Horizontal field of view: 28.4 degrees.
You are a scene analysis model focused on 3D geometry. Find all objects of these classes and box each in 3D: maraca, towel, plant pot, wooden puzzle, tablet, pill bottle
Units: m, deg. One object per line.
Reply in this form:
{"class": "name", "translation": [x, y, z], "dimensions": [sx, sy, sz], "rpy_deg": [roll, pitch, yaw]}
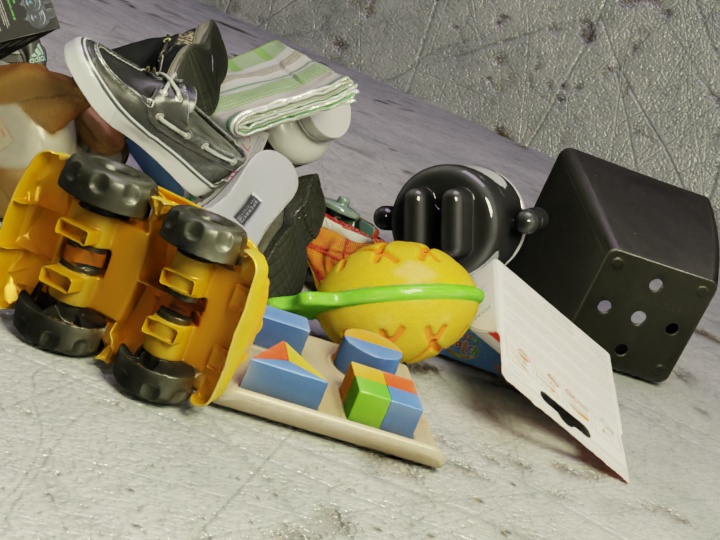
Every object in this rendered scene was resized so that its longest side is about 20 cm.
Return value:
{"class": "maraca", "translation": [0.011, 0.029, 1.249], "dimensions": [0.198, 0.108, 0.137], "rpy_deg": [-2, -12, -14]}
{"class": "towel", "translation": [-0.109, -0.201, 1.522], "dimensions": [0.148, 0.031, 0.200], "rpy_deg": [-20, 30, -21]}
{"class": "plant pot", "translation": [0.293, 0.012, 1.605], "dimensions": [0.199, 0.200, 0.178], "rpy_deg": [18, 25, -15]}
{"class": "wooden puzzle", "translation": [-0.031, 0.077, 1.120], "dimensions": [0.184, 0.047, 0.200], "rpy_deg": [18, 13, -14]}
{"class": "tablet", "translation": [-0.208, -0.117, 1.405], "dimensions": [0.130, 0.014, 0.200], "rpy_deg": [55, -10, -1]}
{"class": "pill bottle", "translation": [-0.110, -0.166, 1.640], "dimensions": [0.199, 0.113, 0.112], "rpy_deg": [-15, -13, 39]}

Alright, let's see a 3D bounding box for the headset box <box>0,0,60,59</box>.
{"class": "headset box", "translation": [-0.416, -0.240, 1.387], "dimensions": [0.199, 0.093, 0.174], "rpy_deg": [-23, 8, -40]}

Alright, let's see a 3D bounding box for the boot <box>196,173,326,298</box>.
{"class": "boot", "translation": [-0.115, -0.024, 1.358], "dimensions": [0.130, 0.068, 0.200], "rpy_deg": [-3, 34, 16]}

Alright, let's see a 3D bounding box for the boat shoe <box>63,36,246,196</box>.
{"class": "boat shoe", "translation": [-0.175, -0.143, 1.247], "dimensions": [0.200, 0.068, 0.072], "rpy_deg": [45, 21, -38]}

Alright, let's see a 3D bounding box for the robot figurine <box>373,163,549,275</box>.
{"class": "robot figurine", "translation": [0.107, -0.054, 1.526], "dimensions": [0.150, 0.125, 0.200], "rpy_deg": [42, 16, 15]}

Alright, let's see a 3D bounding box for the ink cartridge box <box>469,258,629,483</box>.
{"class": "ink cartridge box", "translation": [0.164, 0.096, 1.279], "dimensions": [0.161, 0.050, 0.200], "rpy_deg": [39, 27, -18]}

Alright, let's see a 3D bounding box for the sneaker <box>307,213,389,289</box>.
{"class": "sneaker", "translation": [0.000, 0.000, 1.400], "dimensions": [0.073, 0.078, 0.200], "rpy_deg": [22, 2, -41]}

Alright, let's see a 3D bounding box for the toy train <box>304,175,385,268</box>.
{"class": "toy train", "translation": [-0.056, -0.056, 1.551], "dimensions": [0.199, 0.086, 0.114], "rpy_deg": [29, 6, 31]}

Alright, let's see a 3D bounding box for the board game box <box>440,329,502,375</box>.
{"class": "board game box", "translation": [0.097, 0.047, 1.459], "dimensions": [0.150, 0.037, 0.200], "rpy_deg": [20, 12, -5]}

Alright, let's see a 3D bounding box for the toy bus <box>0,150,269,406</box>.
{"class": "toy bus", "translation": [-0.141, 0.004, 1.060], "dimensions": [0.199, 0.136, 0.192], "rpy_deg": [25, 10, 19]}

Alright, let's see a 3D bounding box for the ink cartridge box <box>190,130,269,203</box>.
{"class": "ink cartridge box", "translation": [-0.175, -0.132, 1.569], "dimensions": [0.042, 0.120, 0.200], "rpy_deg": [18, 13, -36]}

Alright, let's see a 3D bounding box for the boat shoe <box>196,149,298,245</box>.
{"class": "boat shoe", "translation": [-0.131, -0.031, 1.269], "dimensions": [0.071, 0.070, 0.200], "rpy_deg": [44, 50, -10]}

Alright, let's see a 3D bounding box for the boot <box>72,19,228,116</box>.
{"class": "boot", "translation": [-0.225, -0.192, 1.471], "dimensions": [0.153, 0.074, 0.204], "rpy_deg": [-12, 25, 11]}

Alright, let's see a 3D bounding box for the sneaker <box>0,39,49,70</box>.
{"class": "sneaker", "translation": [-0.345, -0.200, 1.527], "dimensions": [0.199, 0.141, 0.078], "rpy_deg": [22, 13, 5]}

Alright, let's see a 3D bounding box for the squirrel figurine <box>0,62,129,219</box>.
{"class": "squirrel figurine", "translation": [-0.311, -0.137, 1.334], "dimensions": [0.199, 0.142, 0.187], "rpy_deg": [21, 14, 11]}
